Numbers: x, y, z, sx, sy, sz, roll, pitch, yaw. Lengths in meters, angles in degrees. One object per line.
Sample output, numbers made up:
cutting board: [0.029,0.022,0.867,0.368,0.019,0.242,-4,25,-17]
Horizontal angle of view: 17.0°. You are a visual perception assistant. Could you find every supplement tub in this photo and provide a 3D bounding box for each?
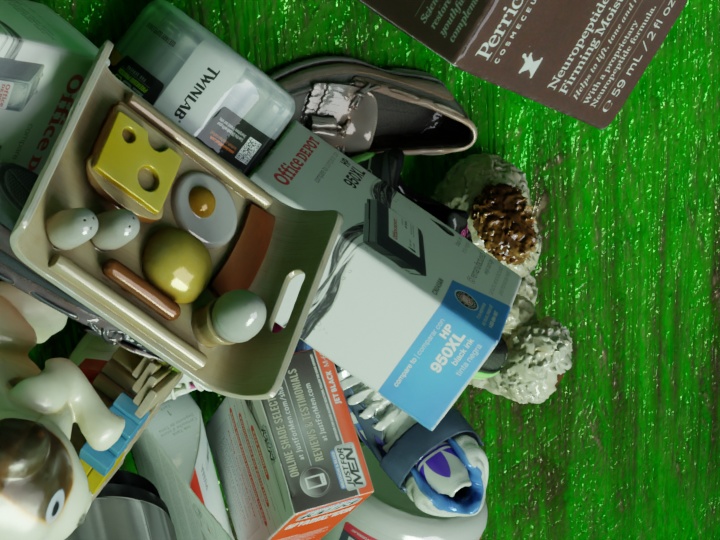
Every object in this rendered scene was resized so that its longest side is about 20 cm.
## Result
supplement tub: [0.014,0.257,2.022,0.140,0.140,0.200,-8,127,-43]
supplement tub: [-0.146,-0.067,1.582,0.200,0.123,0.123,-53,144,2]

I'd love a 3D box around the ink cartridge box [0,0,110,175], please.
ink cartridge box: [-0.270,-0.100,1.454,0.200,0.085,0.146,8,115,-52]

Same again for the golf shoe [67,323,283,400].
golf shoe: [-0.130,0.057,1.688,0.200,0.092,0.075,-38,125,1]

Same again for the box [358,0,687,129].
box: [0.109,-0.223,1.683,0.200,0.164,0.166,16,109,-52]

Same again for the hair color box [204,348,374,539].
hair color box: [-0.054,0.134,1.723,0.064,0.111,0.200,-15,168,-15]

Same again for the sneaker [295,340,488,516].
sneaker: [0.031,0.099,1.739,0.081,0.146,0.200,-39,134,-9]

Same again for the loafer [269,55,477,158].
loafer: [0.005,-0.113,1.754,0.200,0.063,0.072,-5,124,-45]

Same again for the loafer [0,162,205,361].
loafer: [-0.168,0.007,1.501,0.063,0.072,0.200,-40,122,23]

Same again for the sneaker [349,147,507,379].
sneaker: [0.053,-0.003,1.751,0.084,0.077,0.200,-32,110,13]

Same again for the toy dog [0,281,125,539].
toy dog: [-0.242,0.102,1.541,0.194,0.200,0.140,26,108,-40]

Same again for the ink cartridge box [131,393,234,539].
ink cartridge box: [-0.109,0.176,1.767,0.047,0.200,0.160,-28,139,-17]

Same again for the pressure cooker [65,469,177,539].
pressure cooker: [-0.208,0.232,1.726,0.179,0.200,0.176,-6,149,-20]

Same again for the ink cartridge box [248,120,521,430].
ink cartridge box: [0.000,0.000,1.645,0.084,0.200,0.145,-55,-178,21]

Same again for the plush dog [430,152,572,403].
plush dog: [0.084,-0.009,1.873,0.160,0.200,0.172,9,108,-11]

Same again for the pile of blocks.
pile of blocks: [-0.163,0.075,1.626,0.200,0.062,0.082,-55,177,17]

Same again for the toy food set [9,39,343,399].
toy food set: [-0.108,-0.030,1.467,0.200,0.060,0.144,37,56,-28]
